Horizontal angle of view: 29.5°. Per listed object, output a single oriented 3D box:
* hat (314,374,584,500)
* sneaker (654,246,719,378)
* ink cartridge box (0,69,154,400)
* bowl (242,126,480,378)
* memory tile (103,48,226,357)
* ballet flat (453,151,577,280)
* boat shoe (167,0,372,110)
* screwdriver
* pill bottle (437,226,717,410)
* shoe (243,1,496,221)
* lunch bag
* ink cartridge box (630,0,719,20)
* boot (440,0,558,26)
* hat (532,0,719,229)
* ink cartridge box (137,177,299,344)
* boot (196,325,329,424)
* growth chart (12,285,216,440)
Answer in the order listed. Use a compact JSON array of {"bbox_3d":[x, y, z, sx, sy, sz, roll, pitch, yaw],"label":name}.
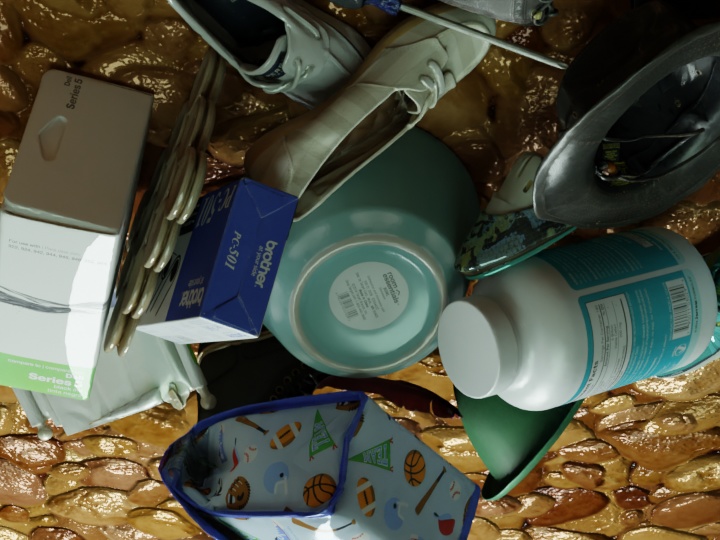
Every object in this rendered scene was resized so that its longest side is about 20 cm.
[{"bbox_3d":[0.086,0.075,1.122,0.176,0.200,0.166,36,90,1],"label":"hat"},{"bbox_3d":[0.277,0.014,1.045,0.200,0.078,0.079,-44,162,32],"label":"sneaker"},{"bbox_3d":[-0.217,-0.023,1.012,0.083,0.146,0.201,12,139,-9],"label":"ink cartridge box"},{"bbox_3d":[0.000,0.000,1.004,0.199,0.105,0.202,-3,123,-5],"label":"bowl"},{"bbox_3d":[-0.139,-0.045,0.969,0.017,0.154,0.200,19,134,-15],"label":"memory tile"},{"bbox_3d":[0.146,-0.064,0.956,0.199,0.074,0.075,-26,138,-10],"label":"ballet flat"},{"bbox_3d":[-0.061,-0.150,0.914,0.200,0.066,0.073,34,130,-30],"label":"boat shoe"},{"bbox_3d":[0.040,-0.162,0.879,0.199,0.029,0.028,26,152,8],"label":"screwdriver"},{"bbox_3d":[0.154,0.036,0.989,0.199,0.111,0.111,-11,148,-32],"label":"pill bottle"},{"bbox_3d":[0.014,-0.106,0.917,0.199,0.054,0.070,-36,145,5],"label":"shoe"},{"bbox_3d":[-0.039,0.184,1.059,0.199,0.124,0.170,-7,141,39],"label":"lunch bag"},{"bbox_3d":[0.266,-0.208,0.840,0.198,0.039,0.100,-4,137,9],"label":"ink cartridge box"},{"bbox_3d":[0.114,-0.220,0.814,0.199,0.069,0.175,16,142,16],"label":"boot"},{"bbox_3d":[0.182,-0.113,0.864,0.199,0.081,0.201,-19,152,-11],"label":"hat"},{"bbox_3d":[-0.105,-0.001,0.939,0.044,0.095,0.200,20,169,-19],"label":"ink cartridge box"},{"bbox_3d":[-0.052,0.104,1.145,0.199,0.139,0.078,-19,134,24],"label":"boot"},{"bbox_3d":[-0.229,0.069,1.162,0.199,0.018,0.146,-15,98,24],"label":"growth chart"}]
